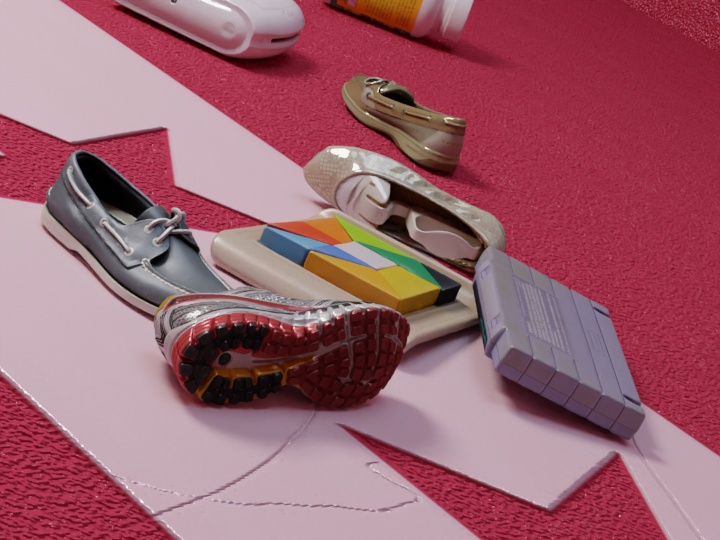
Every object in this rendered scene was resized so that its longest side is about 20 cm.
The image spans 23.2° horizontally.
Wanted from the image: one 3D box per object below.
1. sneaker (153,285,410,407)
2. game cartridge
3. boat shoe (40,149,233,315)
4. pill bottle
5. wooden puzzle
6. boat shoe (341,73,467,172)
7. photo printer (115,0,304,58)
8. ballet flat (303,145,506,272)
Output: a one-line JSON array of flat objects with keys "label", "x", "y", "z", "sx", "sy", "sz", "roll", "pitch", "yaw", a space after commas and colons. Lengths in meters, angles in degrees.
[{"label": "sneaker", "x": -0.050, "y": 0.041, "z": 1.199, "sx": 0.200, "sy": 0.078, "sz": 0.082, "roll": 6, "pitch": 23, "yaw": -38}, {"label": "game cartridge", "x": 0.154, "y": 0.055, "z": 1.413, "sx": 0.129, "sy": 0.038, "sz": 0.200, "roll": 24, "pitch": 21, "yaw": -10}, {"label": "boat shoe", "x": -0.158, "y": -0.022, "z": 1.277, "sx": 0.200, "sy": 0.062, "sz": 0.073, "roll": 34, "pitch": 23, "yaw": 33}, {"label": "pill bottle", "x": 0.056, "y": -0.389, "z": 2.417, "sx": 0.199, "sy": 0.113, "sz": 0.113, "roll": 21, "pitch": 19, "yaw": -1}, {"label": "wooden puzzle", "x": 0.000, "y": 0.000, "z": 1.425, "sx": 0.185, "sy": 0.037, "sz": 0.200, "roll": 29, "pitch": 21, "yaw": 19}, {"label": "boat shoe", "x": 0.049, "y": -0.174, "z": 1.905, "sx": 0.073, "sy": 0.063, "sz": 0.201, "roll": 8, "pitch": 23, "yaw": -34}, {"label": "photo printer", "x": -0.168, "y": -0.306, "z": 2.019, "sx": 0.200, "sy": 0.070, "sz": 0.166, "roll": 27, "pitch": 19, "yaw": 13}, {"label": "ballet flat", "x": 0.039, "y": -0.055, "z": 1.578, "sx": 0.199, "sy": 0.068, "sz": 0.062, "roll": 21, "pitch": 29, "yaw": 1}]
